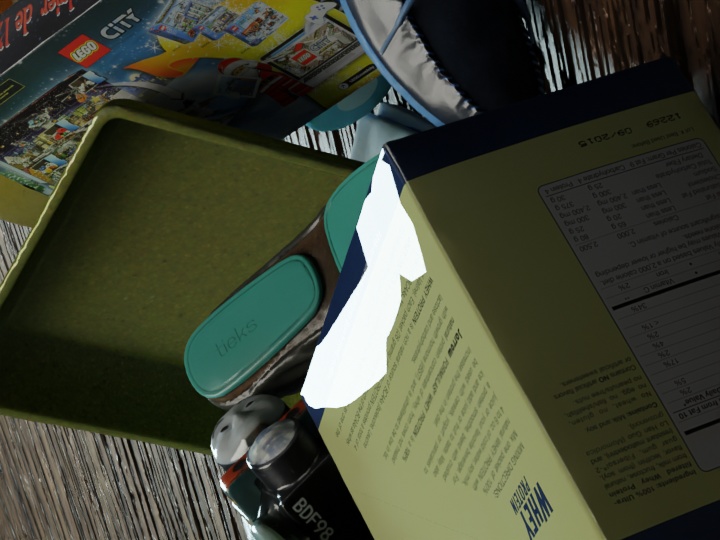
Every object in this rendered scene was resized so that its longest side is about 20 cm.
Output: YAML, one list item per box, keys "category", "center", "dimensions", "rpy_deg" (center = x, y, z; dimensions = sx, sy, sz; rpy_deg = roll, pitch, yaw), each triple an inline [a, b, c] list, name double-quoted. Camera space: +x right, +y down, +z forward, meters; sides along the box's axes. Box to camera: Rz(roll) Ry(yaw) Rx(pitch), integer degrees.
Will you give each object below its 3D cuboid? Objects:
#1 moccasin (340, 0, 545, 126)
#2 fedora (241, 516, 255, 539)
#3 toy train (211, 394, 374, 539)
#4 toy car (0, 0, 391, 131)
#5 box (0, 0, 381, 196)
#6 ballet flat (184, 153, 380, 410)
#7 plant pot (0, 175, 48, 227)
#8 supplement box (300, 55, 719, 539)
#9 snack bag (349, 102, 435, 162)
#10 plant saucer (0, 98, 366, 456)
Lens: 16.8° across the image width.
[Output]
- category: "moccasin"
  center: [0.021, -0.148, 1.068]
  dimensions: [0.200, 0.080, 0.068]
  rpy_deg: [57, 145, 2]
- category: "fedora"
  center: [0.032, 0.138, 1.330]
  dimensions: [0.200, 0.177, 0.090]
  rpy_deg: [42, 124, -7]
- category: "toy train"
  center: [0.007, 0.137, 1.130]
  dimensions: [0.200, 0.085, 0.114]
  rpy_deg: [48, 170, -24]
- category: "toy car"
  center: [-0.109, -0.149, 1.199]
  dimensions: [0.184, 0.200, 0.177]
  rpy_deg: [52, 156, 27]
- category: "box"
  center: [-0.091, -0.097, 1.137]
  dimensions: [0.200, 0.136, 0.038]
  rpy_deg: [-31, 49, 33]
- category: "ballet flat"
  center: [0.000, 0.000, 1.126]
  dimensions: [0.200, 0.068, 0.068]
  rpy_deg: [-36, 61, 34]
- category: "plant pot"
  center: [-0.177, -0.145, 1.420]
  dimensions: [0.200, 0.200, 0.142]
  rpy_deg: [54, 131, 21]
- category: "supplement box"
  center: [0.091, 0.064, 0.970]
  dimensions: [0.200, 0.134, 0.200]
  rpy_deg: [61, 156, 25]
- category: "snack bag"
  center: [0.036, 0.029, 1.198]
  dimensions: [0.200, 0.021, 0.189]
  rpy_deg: [30, 109, 54]
- category: "plant saucer"
  center: [-0.077, 0.000, 1.180]
  dimensions: [0.200, 0.199, 0.048]
  rpy_deg: [-55, 34, 34]
